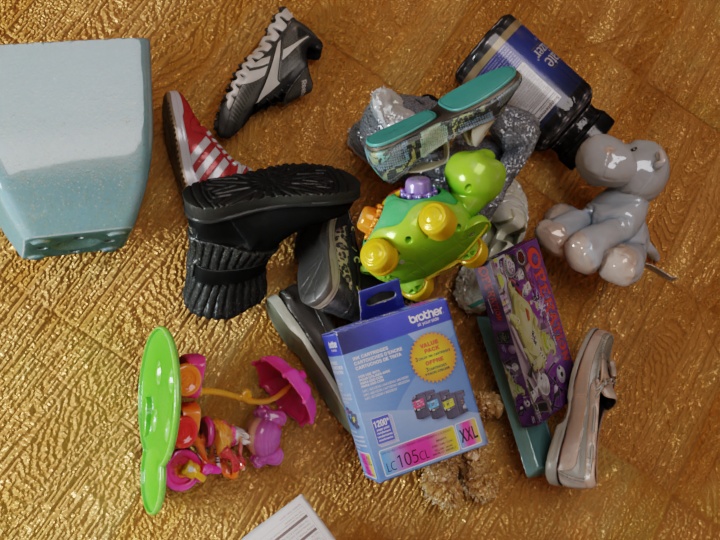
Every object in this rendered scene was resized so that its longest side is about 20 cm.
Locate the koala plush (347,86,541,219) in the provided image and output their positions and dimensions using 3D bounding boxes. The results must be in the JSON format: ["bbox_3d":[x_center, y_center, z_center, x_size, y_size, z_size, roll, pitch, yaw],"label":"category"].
[{"bbox_3d":[0.080,-0.142,1.420,0.199,0.177,0.185,32,75,-8],"label":"koala plush"}]

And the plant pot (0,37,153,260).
[{"bbox_3d":[-0.326,-0.122,1.284,0.194,0.196,0.202,-6,81,-19],"label":"plant pot"}]

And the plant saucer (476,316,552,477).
[{"bbox_3d":[0.193,0.147,1.412,0.070,0.019,0.202,4,64,-54],"label":"plant saucer"}]

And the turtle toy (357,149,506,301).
[{"bbox_3d":[0.080,-0.056,1.305,0.199,0.146,0.102,-32,62,12],"label":"turtle toy"}]

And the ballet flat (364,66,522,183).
[{"bbox_3d":[0.099,-0.160,1.322,0.199,0.074,0.075,-27,80,-4],"label":"ballet flat"}]

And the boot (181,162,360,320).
[{"bbox_3d":[-0.103,-0.033,1.327,0.209,0.159,0.080,-8,35,-12],"label":"boot"}]

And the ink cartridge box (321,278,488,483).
[{"bbox_3d":[0.043,0.114,1.283,0.135,0.076,0.202,-17,88,-16],"label":"ink cartridge box"}]

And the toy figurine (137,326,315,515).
[{"bbox_3d":[-0.138,0.165,1.280,0.183,0.150,0.202,4,92,-25],"label":"toy figurine"}]

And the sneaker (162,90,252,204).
[{"bbox_3d":[-0.163,-0.126,1.392,0.112,0.071,0.202,-16,84,-17],"label":"sneaker"}]

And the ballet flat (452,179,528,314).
[{"bbox_3d":[0.178,-0.035,1.464,0.071,0.072,0.201,24,66,-7],"label":"ballet flat"}]

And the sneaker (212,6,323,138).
[{"bbox_3d":[-0.107,-0.234,1.449,0.090,0.067,0.201,30,64,-2],"label":"sneaker"}]

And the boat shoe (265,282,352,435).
[{"bbox_3d":[-0.033,0.102,1.350,0.060,0.072,0.202,-30,79,-19],"label":"boat shoe"}]

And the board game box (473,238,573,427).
[{"bbox_3d":[0.202,0.072,1.396,0.120,0.032,0.202,-25,99,-55],"label":"board game box"}]

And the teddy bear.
[{"bbox_3d":[0.107,0.179,1.368,0.144,0.067,0.202,10,69,-15],"label":"teddy bear"}]

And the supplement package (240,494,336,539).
[{"bbox_3d":[-0.105,0.330,1.178,0.155,0.200,0.111,-35,84,-24],"label":"supplement package"}]

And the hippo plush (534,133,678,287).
[{"bbox_3d":[0.327,-0.080,1.444,0.198,0.160,0.162,14,111,-8],"label":"hippo plush"}]

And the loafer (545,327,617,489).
[{"bbox_3d":[0.279,0.166,1.394,0.062,0.072,0.201,9,67,31],"label":"loafer"}]

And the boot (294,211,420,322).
[{"bbox_3d":[0.000,0.000,1.390,0.150,0.073,0.201,34,29,-25],"label":"boot"}]

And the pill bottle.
[{"bbox_3d":[0.229,-0.228,1.522,0.200,0.112,0.112,42,65,1],"label":"pill bottle"}]
